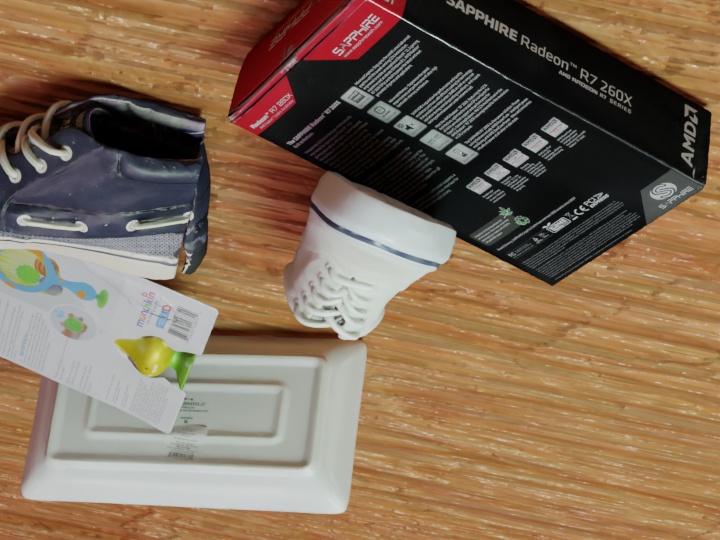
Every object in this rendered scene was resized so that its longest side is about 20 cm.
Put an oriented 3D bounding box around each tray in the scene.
[{"bbox_3d":[-0.100,0.084,1.211,0.199,0.108,0.022,1,157,13],"label":"tray"}]

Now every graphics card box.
[{"bbox_3d":[0.053,-0.073,0.994,0.200,0.051,0.125,26,143,-21],"label":"graphics card box"}]

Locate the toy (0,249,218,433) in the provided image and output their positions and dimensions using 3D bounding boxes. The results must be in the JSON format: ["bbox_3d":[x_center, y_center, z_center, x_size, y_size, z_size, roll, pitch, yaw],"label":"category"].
[{"bbox_3d":[-0.178,0.007,1.165,0.200,0.047,0.115,26,136,1],"label":"toy"}]

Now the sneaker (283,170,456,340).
[{"bbox_3d":[0.000,0.000,1.019,0.073,0.071,0.200,24,175,1],"label":"sneaker"}]

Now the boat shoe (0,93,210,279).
[{"bbox_3d":[-0.171,-0.057,1.068,0.199,0.075,0.093,8,140,-10],"label":"boat shoe"}]
